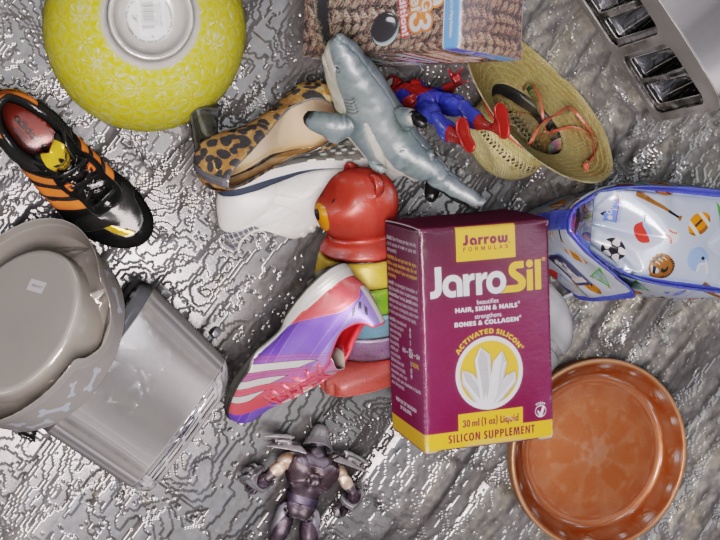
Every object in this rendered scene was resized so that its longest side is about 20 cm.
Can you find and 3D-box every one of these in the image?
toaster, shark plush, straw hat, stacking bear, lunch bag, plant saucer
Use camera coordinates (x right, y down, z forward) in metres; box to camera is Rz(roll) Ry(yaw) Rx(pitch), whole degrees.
[{"bbox_3d":[-0.217,0.118,1.307,0.129,0.114,0.201,38,83,-14],"label":"toaster"},{"bbox_3d":[0.321,-0.255,1.360,0.118,0.200,0.182,-39,101,-12],"label":"toaster"},{"bbox_3d":[0.030,-0.123,1.252,0.090,0.083,0.201,-33,85,-33],"label":"shark plush"},{"bbox_3d":[0.155,-0.139,1.381,0.201,0.202,0.085,40,126,-12],"label":"straw hat"},{"bbox_3d":[0.000,0.000,1.319,0.112,0.121,0.203,-9,111,-17],"label":"stacking bear"},{"bbox_3d":[0.268,-0.030,1.376,0.197,0.170,0.126,7,87,-14],"label":"lunch bag"},{"bbox_3d":[0.249,0.192,1.454,0.197,0.032,0.204,-1,94,-12],"label":"plant saucer"}]

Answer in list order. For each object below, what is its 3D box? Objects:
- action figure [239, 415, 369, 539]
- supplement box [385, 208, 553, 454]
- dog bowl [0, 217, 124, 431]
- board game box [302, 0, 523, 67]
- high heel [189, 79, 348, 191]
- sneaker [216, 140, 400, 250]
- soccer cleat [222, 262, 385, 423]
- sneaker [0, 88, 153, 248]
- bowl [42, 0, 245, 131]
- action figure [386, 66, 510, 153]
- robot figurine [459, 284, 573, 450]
[{"bbox_3d":[-0.064,0.243,1.373,0.128,0.069,0.203,15,86,-6],"label":"action figure"},{"bbox_3d":[0.099,0.052,1.252,0.129,0.103,0.203,-5,98,-16],"label":"supplement box"},{"bbox_3d":[-0.301,0.055,1.255,0.201,0.199,0.059,-52,141,-5],"label":"dog bowl"},{"bbox_3d":[0.049,-0.279,1.290,0.096,0.198,0.162,-1,94,-47],"label":"board game box"},{"bbox_3d":[-0.059,-0.117,1.279,0.197,0.143,0.072,-8,121,-8],"label":"high heel"},{"bbox_3d":[-0.047,-0.079,1.361,0.197,0.076,0.082,-12,108,-7],"label":"sneaker"},{"bbox_3d":[-0.056,0.084,1.267,0.073,0.068,0.201,47,116,15],"label":"soccer cleat"},{"bbox_3d":[-0.276,-0.092,1.292,0.200,0.090,0.070,44,84,-11],"label":"sneaker"},{"bbox_3d":[-0.200,-0.234,1.293,0.197,0.108,0.204,-1,93,-12],"label":"bowl"},{"bbox_3d":[0.071,-0.160,1.312,0.065,0.200,0.052,-27,114,-15],"label":"action figure"},{"bbox_3d":[0.137,0.081,1.381,0.201,0.113,0.170,-50,142,-5],"label":"robot figurine"}]
